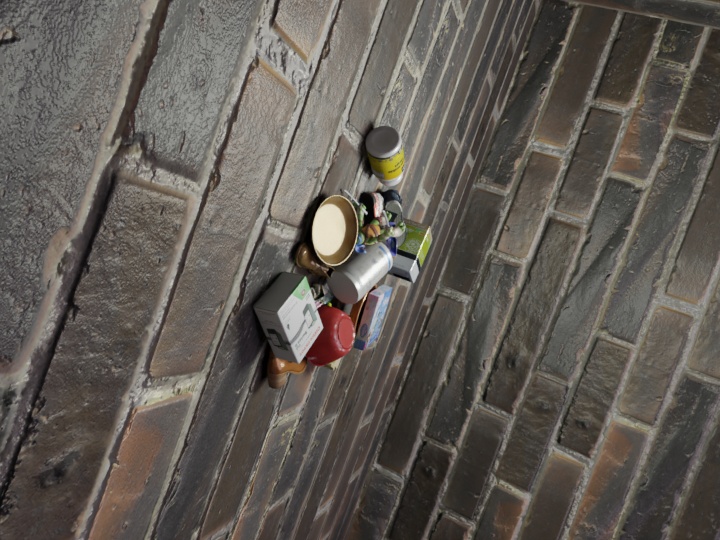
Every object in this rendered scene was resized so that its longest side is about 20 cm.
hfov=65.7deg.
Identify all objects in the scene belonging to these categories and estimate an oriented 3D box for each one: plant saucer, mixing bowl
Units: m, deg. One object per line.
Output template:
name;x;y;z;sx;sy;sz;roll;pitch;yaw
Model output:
plant saucer;0.004;0.135;1.935;0.200;0.037;0.201;18;90;-76
plant saucer;-0.082;-0.115;1.592;0.200;0.035;0.201;-13;107;-50
mixing bowl;-0.087;0.198;1.735;0.200;0.108;0.201;15;72;-57

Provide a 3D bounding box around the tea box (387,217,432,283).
tea box;0.142;-0.088;2.099;0.134;0.199;0.197;61;50;-67

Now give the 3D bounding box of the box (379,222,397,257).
box;0.079;-0.089;1.924;0.200;0.041;0.120;140;-51;-71

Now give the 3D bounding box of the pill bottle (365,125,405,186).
pill bottle;0.084;-0.358;1.780;0.113;0.112;0.200;-64;161;-17

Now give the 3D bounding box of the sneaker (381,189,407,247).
sneaker;0.117;-0.194;2.003;0.146;0.077;0.203;-102;-175;-52

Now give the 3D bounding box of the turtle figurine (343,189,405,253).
turtle figurine;0.058;-0.156;1.726;0.194;0.144;0.201;-18;110;-53

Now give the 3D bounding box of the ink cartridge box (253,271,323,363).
ink cartridge box;-0.188;0.127;1.497;0.146;0.084;0.200;-56;143;-39

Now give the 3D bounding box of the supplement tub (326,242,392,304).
supplement tub;0.000;0.000;1.780;0.200;0.132;0.132;-43;149;-37

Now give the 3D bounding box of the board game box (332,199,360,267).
board game box;-0.046;-0.109;1.797;0.135;0.034;0.200;-53;156;-39

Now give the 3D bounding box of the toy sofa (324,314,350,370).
toy sofa;-0.092;0.246;1.975;0.098;0.083;0.200;67;47;-71

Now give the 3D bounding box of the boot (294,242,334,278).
boot;-0.127;-0.026;1.592;0.074;0.075;0.200;-64;160;-7

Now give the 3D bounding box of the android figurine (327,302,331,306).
android figurine;-0.117;0.207;1.843;0.182;0.041;0.201;-4;94;-53

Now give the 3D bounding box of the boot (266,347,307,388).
boot;-0.209;0.240;1.654;0.200;0.073;0.155;-46;145;-62

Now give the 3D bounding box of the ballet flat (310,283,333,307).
ballet flat;-0.141;0.081;1.701;0.200;0.069;0.071;-35;122;-60

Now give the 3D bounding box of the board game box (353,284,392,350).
board game box;0.046;0.162;1.967;0.200;0.043;0.200;-25;132;-72

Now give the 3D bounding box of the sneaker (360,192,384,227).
sneaker;0.045;-0.166;1.897;0.108;0.067;0.202;-30;120;-65
